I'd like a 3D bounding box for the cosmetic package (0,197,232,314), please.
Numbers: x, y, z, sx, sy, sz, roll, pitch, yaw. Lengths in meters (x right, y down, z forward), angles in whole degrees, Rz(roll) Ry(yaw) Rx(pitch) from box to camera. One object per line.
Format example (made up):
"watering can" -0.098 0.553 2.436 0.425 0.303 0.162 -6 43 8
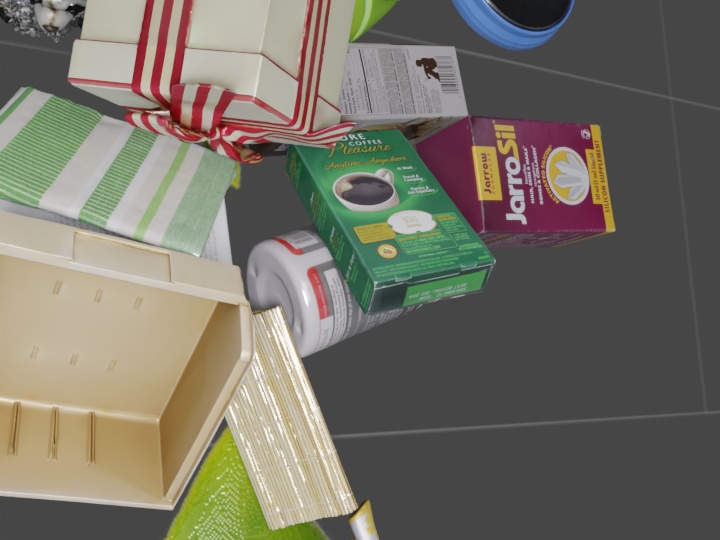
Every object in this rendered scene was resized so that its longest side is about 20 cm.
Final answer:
"cosmetic package" -0.216 -0.017 0.695 0.199 0.071 0.102 -3 82 -31

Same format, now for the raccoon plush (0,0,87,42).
"raccoon plush" -0.266 -0.290 0.680 0.096 0.134 0.201 -14 88 -30

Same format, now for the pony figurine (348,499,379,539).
"pony figurine" 0.015 0.343 0.732 0.200 0.167 0.193 47 53 3

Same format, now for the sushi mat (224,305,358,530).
"sushi mat" -0.079 0.136 0.742 0.201 0.095 0.012 69 23 -2

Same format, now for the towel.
"towel" -0.210 -0.082 0.665 0.199 0.023 0.153 18 36 -7

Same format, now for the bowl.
"bowl" 0.190 -0.380 1.023 0.200 0.039 0.202 6 77 -29

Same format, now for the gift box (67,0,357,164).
"gift box" -0.099 -0.187 0.644 0.184 0.199 0.188 10 91 -66

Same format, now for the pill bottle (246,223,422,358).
"pill bottle" 0.000 0.000 0.794 0.199 0.114 0.115 -20 91 -32

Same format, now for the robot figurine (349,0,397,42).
"robot figurine" -0.028 -0.289 0.814 0.200 0.174 0.116 -53 138 -47

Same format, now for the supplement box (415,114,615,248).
"supplement box" 0.177 -0.096 0.923 0.199 0.103 0.132 -3 83 -30

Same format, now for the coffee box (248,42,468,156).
"coffee box" -0.007 -0.172 0.824 0.199 0.113 0.080 -8 85 -31

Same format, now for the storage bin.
"storage bin" -0.205 0.074 0.607 0.199 0.199 0.094 14 35 -27

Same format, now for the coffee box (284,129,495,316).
"coffee box" 0.021 -0.052 0.737 0.122 0.044 0.200 -11 48 -25
